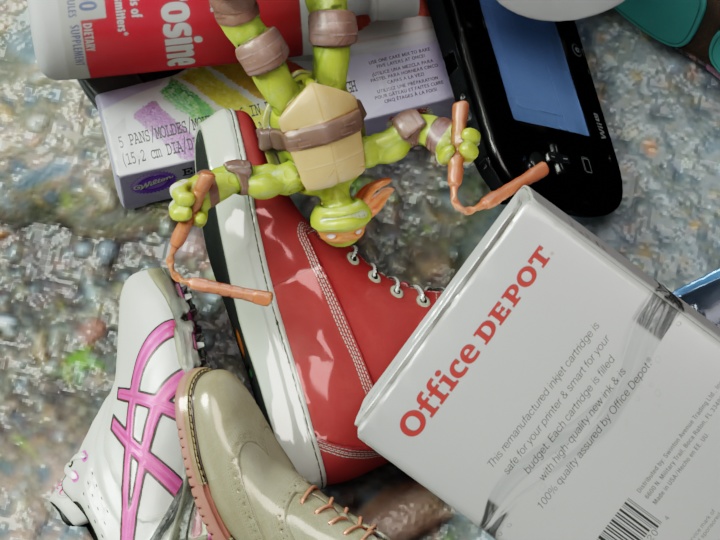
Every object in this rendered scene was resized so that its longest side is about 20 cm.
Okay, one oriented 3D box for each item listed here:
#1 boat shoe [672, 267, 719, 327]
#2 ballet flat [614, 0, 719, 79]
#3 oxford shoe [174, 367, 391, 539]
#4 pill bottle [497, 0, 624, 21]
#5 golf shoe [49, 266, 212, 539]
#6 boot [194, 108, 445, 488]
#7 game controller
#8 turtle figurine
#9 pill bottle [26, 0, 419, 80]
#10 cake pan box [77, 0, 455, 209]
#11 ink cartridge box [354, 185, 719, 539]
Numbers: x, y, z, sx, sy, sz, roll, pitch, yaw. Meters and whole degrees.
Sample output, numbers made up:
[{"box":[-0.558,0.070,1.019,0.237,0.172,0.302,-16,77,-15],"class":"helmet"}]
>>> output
[{"box":[0.183,0.042,1.505,0.199,0.084,0.069,-29,78,7],"class":"boat shoe"},{"box":[0.199,-0.143,1.579,0.200,0.069,0.071,40,56,11],"class":"ballet flat"},{"box":[-0.021,0.129,1.430,0.074,0.071,0.201,-25,99,29],"class":"oxford shoe"},{"box":[0.094,-0.234,1.523,0.119,0.120,0.201,-5,53,-2],"class":"pill bottle"},{"box":[-0.114,0.094,1.477,0.091,0.073,0.201,-5,69,-1],"class":"golf shoe"},{"box":[0.000,0.000,1.504,0.143,0.072,0.201,-18,88,-8],"class":"boot"},{"box":[0.082,-0.120,1.555,0.104,0.042,0.201,3,63,-38],"class":"game controller"},{"box":[-0.013,-0.080,1.446,0.199,0.064,0.162,-15,107,-7],"class":"turtle figurine"},{"box":[-0.072,-0.163,1.502,0.198,0.112,0.113,-6,69,-2],"class":"pill bottle"},{"box":[-0.063,-0.142,1.581,0.199,0.052,0.185,-12,67,-4],"class":"cake pan box"},{"box":[0.116,0.074,1.428,0.200,0.084,0.146,37,97,-4],"class":"ink cartridge box"}]
